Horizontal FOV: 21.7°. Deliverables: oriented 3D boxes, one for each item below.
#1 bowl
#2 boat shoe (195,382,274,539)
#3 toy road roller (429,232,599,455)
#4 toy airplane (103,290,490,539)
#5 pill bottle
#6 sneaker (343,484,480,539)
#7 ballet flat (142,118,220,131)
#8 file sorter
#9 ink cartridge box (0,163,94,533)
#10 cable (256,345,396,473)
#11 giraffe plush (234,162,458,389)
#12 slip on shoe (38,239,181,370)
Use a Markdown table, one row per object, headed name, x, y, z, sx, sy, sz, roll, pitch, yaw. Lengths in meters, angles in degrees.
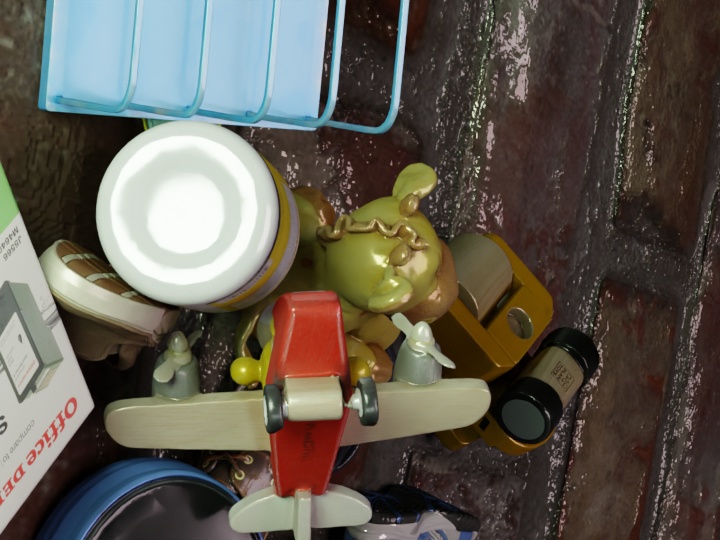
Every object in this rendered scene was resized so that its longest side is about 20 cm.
| name | x | y | z | sx | sy | sz | roll | pitch | yaw |
| --- | --- | --- | --- | --- | --- | --- | --- | --- | --- |
| bowl | -0.142 | 0.229 | 1.283 | 0.200 | 0.039 | 0.202 | -1 | 92 | -44 |
| boat shoe | -0.093 | 0.165 | 1.391 | 0.070 | 0.070 | 0.201 | 41 | 61 | -63 |
| toy road roller | 0.108 | 0.081 | 1.738 | 0.200 | 0.146 | 0.123 | 51 | 42 | -6 |
| toy airplane | -0.040 | 0.087 | 1.257 | 0.200 | 0.199 | 0.142 | 30 | 38 | -42 |
| pill bottle | -0.098 | -0.030 | 1.208 | 0.200 | 0.111 | 0.113 | 43 | 57 | -85 |
| sneaker | 0.039 | 0.240 | 1.682 | 0.200 | 0.075 | 0.077 | 9 | 101 | -56 |
| ballet flat | -0.113 | -0.178 | 1.270 | 0.067 | 0.066 | 0.201 | -93 | -175 | -80 |
| file sorter | -0.082 | -0.160 | 1.176 | 0.199 | 0.122 | 0.140 | 2 | 97 | -32 |
| ink cartridge box | -0.243 | 0.048 | 1.053 | 0.146 | 0.084 | 0.201 | -56 | 144 | -40 |
| cable | -0.029 | 0.078 | 1.513 | 0.200 | 0.051 | 0.164 | -42 | 133 | -50 |
| giraffe plush | 0.000 | 0.000 | 1.378 | 0.199 | 0.162 | 0.174 | 8 | 66 | -50 |
| slip on shoe | -0.165 | 0.028 | 1.181 | 0.061 | 0.076 | 0.200 | -53 | 175 | 0 |
